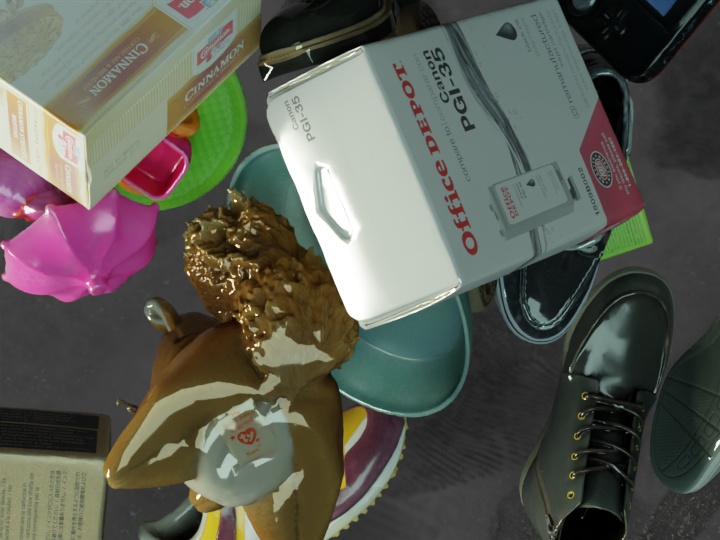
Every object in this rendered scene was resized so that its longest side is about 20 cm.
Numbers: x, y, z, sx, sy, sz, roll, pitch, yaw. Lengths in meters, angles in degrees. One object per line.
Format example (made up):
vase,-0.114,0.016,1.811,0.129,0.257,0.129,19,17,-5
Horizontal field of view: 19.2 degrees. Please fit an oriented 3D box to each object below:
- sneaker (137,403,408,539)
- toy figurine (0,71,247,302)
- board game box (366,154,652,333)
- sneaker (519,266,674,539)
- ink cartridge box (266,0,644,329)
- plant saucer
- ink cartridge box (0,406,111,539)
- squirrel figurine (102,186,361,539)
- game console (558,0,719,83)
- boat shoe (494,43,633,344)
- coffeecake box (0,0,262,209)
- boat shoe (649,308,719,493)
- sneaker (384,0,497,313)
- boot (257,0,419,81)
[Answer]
sneaker,-0.059,0.143,1.424,0.200,0.075,0.090,-43,115,11
toy figurine,-0.176,-0.066,1.250,0.200,0.184,0.150,32,122,-13
board game box,0.083,-0.031,1.392,0.200,0.030,0.096,-19,111,-1
sneaker,0.169,0.103,1.412,0.075,0.106,0.200,13,110,-11
ink cartridge box,0.058,-0.065,1.223,0.083,0.200,0.147,-23,89,40
plant saucer,0.000,0.000,1.337,0.036,0.200,0.200,-38,118,-34
ink cartridge box,-0.255,0.193,1.424,0.165,0.075,0.200,5,112,-6
squirrel figurine,-0.074,0.056,1.330,0.141,0.187,0.200,21,102,-16
game console,0.157,-0.245,1.268,0.119,0.172,0.200,24,110,-43
boat shoe,0.132,-0.040,1.344,0.072,0.068,0.200,11,109,-10
coffeecake box,-0.179,-0.153,1.202,0.200,0.154,0.073,34,151,16
boat shoe,0.262,0.062,1.426,0.065,0.074,0.202,16,104,-36
sneaker,0.033,-0.067,1.342,0.075,0.070,0.200,-12,93,23
boot,-0.026,-0.202,1.233,0.077,0.200,0.138,-12,111,26
